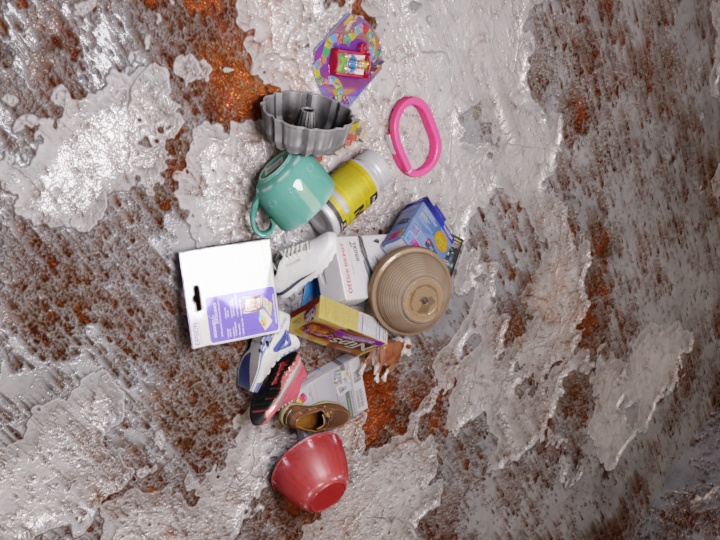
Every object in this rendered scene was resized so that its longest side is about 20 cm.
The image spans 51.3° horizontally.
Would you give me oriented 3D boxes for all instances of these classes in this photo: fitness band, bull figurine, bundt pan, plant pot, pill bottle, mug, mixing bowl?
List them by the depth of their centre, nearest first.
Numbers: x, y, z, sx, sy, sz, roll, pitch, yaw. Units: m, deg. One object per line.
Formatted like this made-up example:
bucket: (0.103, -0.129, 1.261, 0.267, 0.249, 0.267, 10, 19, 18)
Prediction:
bundt pan: (-0.111, -0.296, 1.542, 0.199, 0.201, 0.077, -16, 131, -35)
mug: (-0.152, -0.166, 1.556, 0.115, 0.150, 0.187, 49, 58, -26)
plant pot: (0.123, 0.053, 1.647, 0.196, 0.093, 0.206, -5, 104, -20)
pill bottle: (-0.028, -0.177, 1.688, 0.200, 0.113, 0.116, -43, 126, -22)
mixing bowl: (-0.101, 0.494, 1.774, 0.197, 0.109, 0.203, -23, 136, -24)
fitness band: (0.133, -0.325, 1.834, 0.143, 0.037, 0.202, -43, 127, -23)
bull figurine: (0.065, 0.216, 1.885, 0.124, 0.064, 0.199, -64, 154, 2)

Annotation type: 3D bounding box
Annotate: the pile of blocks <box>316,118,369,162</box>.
pile of blocks: (-0.054, -0.296, 1.667, 0.198, 0.062, 0.084, -35, 123, -28)

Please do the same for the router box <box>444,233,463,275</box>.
router box: (0.164, -0.042, 1.922, 0.198, 0.062, 0.153, 21, 88, -41)

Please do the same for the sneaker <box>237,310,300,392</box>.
sneaker: (-0.192, 0.178, 1.671, 0.114, 0.080, 0.204, 18, 89, -39)

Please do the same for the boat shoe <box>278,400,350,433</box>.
boat shoe: (-0.098, 0.350, 1.755, 0.197, 0.067, 0.074, 10, 96, -41)

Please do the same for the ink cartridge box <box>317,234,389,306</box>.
ink cartridge box: (0.000, 0.000, 1.717, 0.197, 0.083, 0.148, -5, 79, -42)

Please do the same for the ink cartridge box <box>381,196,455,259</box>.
ink cartridge box: (0.144, -0.077, 1.775, 0.137, 0.075, 0.201, 53, 42, -20)

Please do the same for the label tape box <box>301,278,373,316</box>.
label tape box: (-0.046, 0.092, 1.781, 0.197, 0.065, 0.147, 4, 100, -42)

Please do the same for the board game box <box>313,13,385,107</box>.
board game box: (-0.016, -0.465, 1.665, 0.201, 0.039, 0.159, -52, 129, -17)

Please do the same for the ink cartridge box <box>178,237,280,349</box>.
ink cartridge box: (-0.272, 0.045, 1.557, 0.196, 0.043, 0.204, -9, 96, -26)

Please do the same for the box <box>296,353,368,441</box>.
box: (-0.077, 0.312, 1.832, 0.198, 0.041, 0.159, -27, 118, -33)

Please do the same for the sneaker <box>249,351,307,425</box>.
sneaker: (-0.173, 0.278, 1.683, 0.088, 0.072, 0.202, 58, 44, -29)

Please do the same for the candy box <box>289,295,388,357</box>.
candy box: (-0.047, 0.128, 1.677, 0.197, 0.116, 0.058, 26, 54, -32)

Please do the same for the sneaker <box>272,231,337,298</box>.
sneaker: (-0.133, -0.021, 1.623, 0.199, 0.077, 0.080, -40, 119, 18)
